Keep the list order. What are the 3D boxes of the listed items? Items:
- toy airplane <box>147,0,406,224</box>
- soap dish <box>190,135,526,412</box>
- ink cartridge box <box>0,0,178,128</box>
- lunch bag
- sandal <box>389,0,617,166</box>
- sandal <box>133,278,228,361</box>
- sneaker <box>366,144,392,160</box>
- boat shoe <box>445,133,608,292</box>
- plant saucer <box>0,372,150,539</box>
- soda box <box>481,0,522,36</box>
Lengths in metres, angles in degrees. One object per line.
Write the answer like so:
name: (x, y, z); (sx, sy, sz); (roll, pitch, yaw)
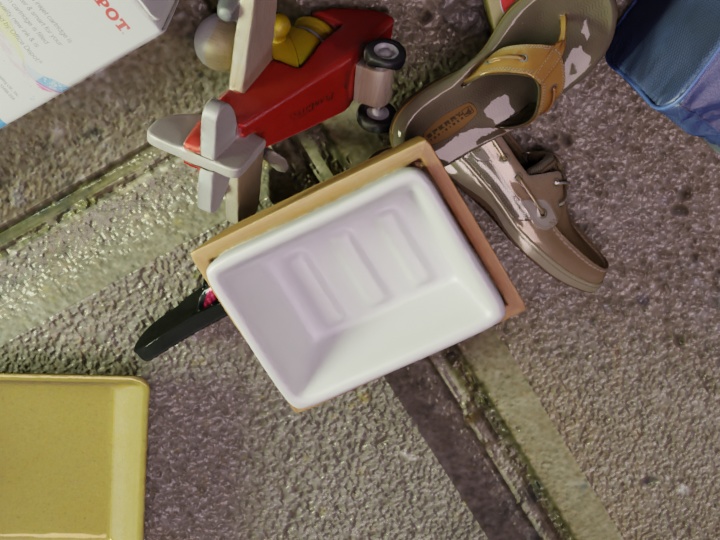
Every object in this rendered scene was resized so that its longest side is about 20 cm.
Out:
toy airplane: (-0.080, -0.135, 1.625); (0.200, 0.141, 0.199); (-53, 151, 8)
soap dish: (0.000, 0.000, 1.640); (0.200, 0.081, 0.157); (-25, 114, 17)
ink cartridge box: (-0.246, -0.200, 1.584); (0.200, 0.085, 0.145); (-25, 118, 29)
lunch bag: (0.286, -0.153, 1.627); (0.132, 0.200, 0.136); (31, 104, -22)
sandal: (0.109, -0.137, 1.625); (0.200, 0.054, 0.080); (-38, 115, 8)
sandal: (-0.102, 0.003, 1.736); (0.200, 0.075, 0.045); (-31, 103, 12)
sneaker: (0.014, 0.006, 1.736); (0.075, 0.090, 0.200); (6, 115, -8)
boat shoe: (0.131, -0.063, 1.728); (0.065, 0.072, 0.200); (-42, 107, 15)
plant saucer: (-0.274, 0.162, 1.806); (0.200, 0.048, 0.200); (2, 115, -7)
soda box: (0.115, -0.244, 1.641); (0.068, 0.064, 0.200); (-15, 117, 2)
